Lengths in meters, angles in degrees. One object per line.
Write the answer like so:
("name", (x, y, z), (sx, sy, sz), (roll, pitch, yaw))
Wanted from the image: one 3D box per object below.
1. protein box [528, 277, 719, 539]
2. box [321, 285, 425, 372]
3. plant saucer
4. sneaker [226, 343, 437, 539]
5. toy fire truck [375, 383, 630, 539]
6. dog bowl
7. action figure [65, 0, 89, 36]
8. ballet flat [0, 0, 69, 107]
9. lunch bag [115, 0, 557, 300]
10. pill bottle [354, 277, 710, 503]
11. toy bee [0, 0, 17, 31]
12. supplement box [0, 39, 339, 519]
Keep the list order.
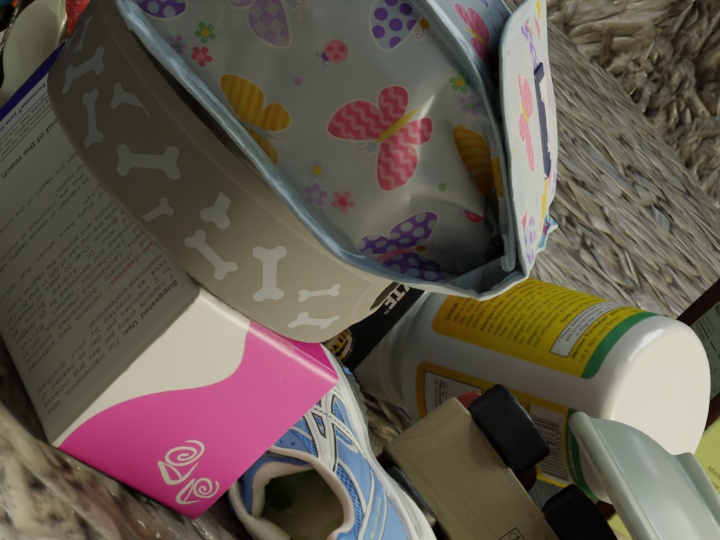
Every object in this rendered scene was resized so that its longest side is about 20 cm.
("protein box", (0.233, 0.154, 1.646), (0.199, 0.200, 0.135), (41, 13, -21))
("box", (0.000, 0.000, 1.456), (0.046, 0.159, 0.200), (41, 13, -6))
("plant saucer", (0.178, 0.152, 1.379), (0.200, 0.050, 0.200), (59, 4, -7))
("sneaker", (-0.034, 0.084, 1.272), (0.200, 0.076, 0.077), (50, 13, 35))
("toy fire truck", (0.093, 0.152, 1.438), (0.176, 0.129, 0.200), (53, -7, 7))
("dog bowl", (-0.058, -0.049, 1.188), (0.200, 0.059, 0.200), (43, 14, -13))
("action figure", (-0.087, -0.167, 1.321), (0.065, 0.099, 0.200), (24, 30, 17))
("ballet flat", (-0.150, -0.127, 1.344), (0.068, 0.200, 0.075), (14, -31, 10))
("lunch bag", (0.015, -0.085, 1.128), (0.200, 0.127, 0.170), (52, 16, -2))
("pill bottle", (0.096, 0.061, 1.559), (0.200, 0.113, 0.113), (16, -9, 38))
("toy bee", (-0.237, -0.164, 1.363), (0.200, 0.109, 0.131), (82, -15, -57))
("supplement box", (-0.107, 0.002, 1.228), (0.101, 0.103, 0.200), (34, 16, -42))
